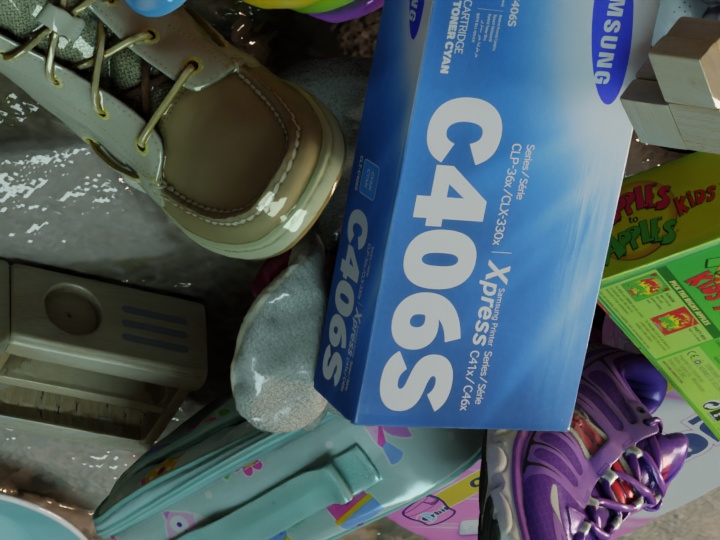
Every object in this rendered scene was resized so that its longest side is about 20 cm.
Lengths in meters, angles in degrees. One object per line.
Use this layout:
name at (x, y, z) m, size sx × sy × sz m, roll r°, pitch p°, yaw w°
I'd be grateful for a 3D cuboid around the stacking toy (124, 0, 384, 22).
stacking toy at (-0.013, -0.135, 1.008) m, size 0.116 × 0.110 × 0.200 m, roll -43°, pitch 144°, yaw 16°

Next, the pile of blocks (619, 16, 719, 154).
pile of blocks at (0.162, -0.073, 1.002) m, size 0.062 × 0.082 × 0.200 m, roll 12°, pitch 179°, yaw 42°

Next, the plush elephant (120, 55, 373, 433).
plush elephant at (0.000, 0.000, 1.082) m, size 0.164 × 0.155 × 0.200 m, roll 10°, pitch 165°, yaw -23°

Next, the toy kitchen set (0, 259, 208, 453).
toy kitchen set at (-0.146, 0.074, 1.164) m, size 0.180 × 0.201 × 0.163 m, roll 13°, pitch 140°, yaw -23°

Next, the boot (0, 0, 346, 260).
boot at (-0.103, -0.085, 0.986) m, size 0.155 × 0.200 × 0.072 m, roll 35°, pitch 92°, yaw -38°

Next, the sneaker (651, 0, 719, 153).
sneaker at (0.100, -0.134, 1.045) m, size 0.115 × 0.075 × 0.200 m, roll 3°, pitch 132°, yaw -4°

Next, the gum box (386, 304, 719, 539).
gum box at (0.117, 0.074, 1.310) m, size 0.200 × 0.066 × 0.113 m, roll -31°, pitch 138°, yaw 28°

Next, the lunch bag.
lunch bag at (-0.021, 0.080, 1.226) m, size 0.200 × 0.160 × 0.077 m, roll -30°, pitch 93°, yaw 27°

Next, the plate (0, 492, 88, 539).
plate at (-0.237, 0.161, 1.409) m, size 0.199 × 0.026 × 0.200 m, roll -4°, pitch 142°, yaw -3°

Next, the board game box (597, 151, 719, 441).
board game box at (0.180, 0.019, 1.147) m, size 0.101 × 0.048 × 0.200 m, roll -21°, pitch 143°, yaw 21°

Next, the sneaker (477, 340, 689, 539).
sneaker at (0.094, 0.086, 1.108) m, size 0.083 × 0.200 × 0.081 m, roll 4°, pitch 124°, yaw 11°

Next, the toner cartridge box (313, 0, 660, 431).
toner cartridge box at (0.048, -0.041, 0.983) m, size 0.095 × 0.043 × 0.201 m, roll 2°, pitch 107°, yaw -26°
